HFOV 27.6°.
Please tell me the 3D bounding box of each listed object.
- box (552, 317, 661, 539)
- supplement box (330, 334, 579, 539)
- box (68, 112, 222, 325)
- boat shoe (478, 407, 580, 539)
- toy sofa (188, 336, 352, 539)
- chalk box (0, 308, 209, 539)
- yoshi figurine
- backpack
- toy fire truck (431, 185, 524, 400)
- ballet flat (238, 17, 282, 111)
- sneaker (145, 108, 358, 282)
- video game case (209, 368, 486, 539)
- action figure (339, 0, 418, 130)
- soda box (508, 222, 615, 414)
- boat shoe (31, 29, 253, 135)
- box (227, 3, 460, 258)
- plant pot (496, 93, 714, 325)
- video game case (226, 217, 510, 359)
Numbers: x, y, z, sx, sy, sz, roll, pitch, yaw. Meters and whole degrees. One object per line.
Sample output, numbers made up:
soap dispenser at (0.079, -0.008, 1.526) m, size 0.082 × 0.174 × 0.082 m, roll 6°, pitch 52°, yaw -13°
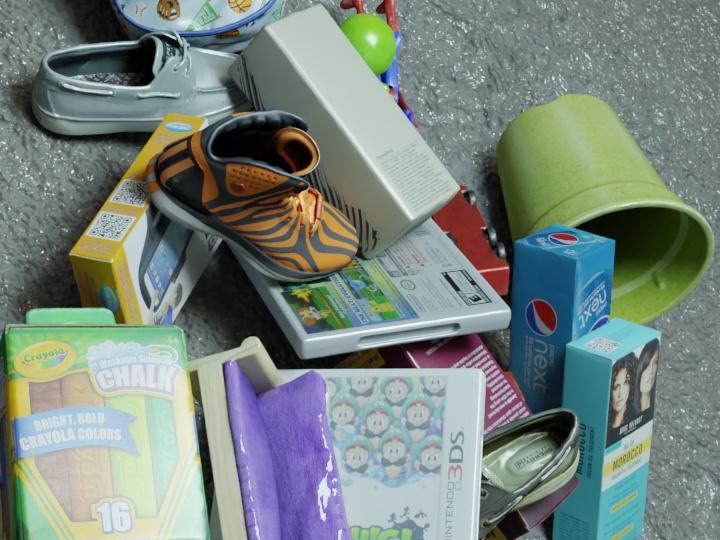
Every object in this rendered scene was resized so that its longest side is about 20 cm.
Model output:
box at (0.215, 0.150, 1.284) m, size 0.082 × 0.049 × 0.201 m, roll -22°, pitch 120°, yaw -45°
supplement box at (0.072, 0.134, 1.223) m, size 0.085 × 0.110 × 0.201 m, roll -30°, pitch 83°, yaw -46°
box at (-0.156, -0.030, 1.146) m, size 0.041 × 0.120 × 0.200 m, roll 11°, pitch 45°, yaw 18°
boat shoe at (0.086, 0.161, 1.104) m, size 0.200 × 0.066 × 0.072 m, roll -27°, pitch 54°, yaw -25°
toy sofa at (-0.062, 0.152, 1.030) m, size 0.083 × 0.097 × 0.201 m, roll 64°, pitch 12°, yaw -60°
chalk box at (-0.185, 0.111, 0.994) m, size 0.124 × 0.124 × 0.201 m, roll -1°, pitch 63°, yaw -23°
yoshi figurine at (-0.006, -0.160, 1.339) m, size 0.111 × 0.112 × 0.201 m, roll 5°, pitch 60°, yaw -25°
backpack at (-0.143, -0.283, 1.262) m, size 0.199 × 0.154 × 0.192 m, roll -12°, pitch 86°, yaw 1°
toy fire truck at (0.097, 0.029, 1.318) m, size 0.048 × 0.142 × 0.200 m, roll -7°, pitch 35°, yaw -11°
ballet flat at (-0.103, -0.143, 1.308) m, size 0.075 × 0.068 × 0.201 m, roll 49°, pitch 45°, yaw -33°
sneaker at (-0.054, -0.054, 1.105) m, size 0.199 × 0.112 × 0.078 m, roll 20°, pitch 56°, yaw -41°
video game case at (-0.011, 0.159, 1.075) m, size 0.024 × 0.199 × 0.183 m, roll 64°, pitch 28°, yaw -60°
action figure at (0.020, -0.174, 1.429) m, size 0.065 × 0.052 × 0.201 m, roll 6°, pitch 64°, yaw -30°
soda box at (0.176, 0.067, 1.300) m, size 0.064 × 0.068 × 0.201 m, roll -23°, pitch 121°, yaw -44°
boat shoe at (-0.170, -0.159, 1.210) m, size 0.200 × 0.072 × 0.070 m, roll -9°, pitch 56°, yaw -22°
box at (-0.014, -0.116, 1.215) m, size 0.200 × 0.068 × 0.082 m, roll 54°, pitch 43°, yaw 5°
plant pot at (0.217, -0.064, 1.432) m, size 0.199 × 0.201 × 0.185 m, roll 13°, pitch 44°, yaw -32°
video game case at (0.000, 0.000, 1.211) m, size 0.181 × 0.022 × 0.200 m, roll -7°, pitch 34°, yaw -22°
